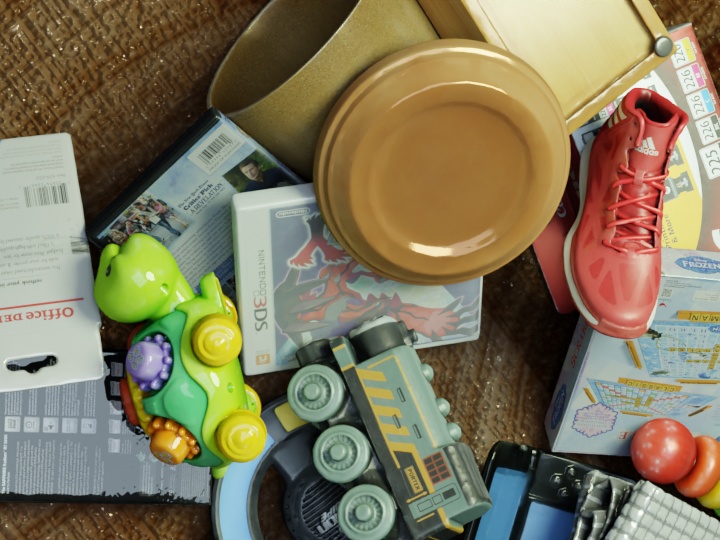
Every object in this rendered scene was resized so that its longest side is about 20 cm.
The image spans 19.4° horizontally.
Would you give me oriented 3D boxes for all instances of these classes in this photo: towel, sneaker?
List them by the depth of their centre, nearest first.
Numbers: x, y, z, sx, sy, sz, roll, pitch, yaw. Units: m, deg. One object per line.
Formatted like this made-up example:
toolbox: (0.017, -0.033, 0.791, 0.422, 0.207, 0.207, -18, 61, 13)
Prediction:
sneaker: (0.203, -0.055, 1.608, 0.078, 0.116, 0.200, 5, 55, -8)
towel: (0.236, 0.268, 1.745, 0.200, 0.086, 0.166, 29, 87, -36)

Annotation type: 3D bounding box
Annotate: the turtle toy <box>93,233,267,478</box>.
turtle toy: (-0.138, 0.066, 1.606, 0.101, 0.146, 0.200, -15, 99, -3)

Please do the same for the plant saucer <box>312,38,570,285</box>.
plant saucer: (0.065, -0.075, 1.587, 0.200, 0.037, 0.200, -5, 117, -10)

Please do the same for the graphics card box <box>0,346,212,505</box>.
graphics card box: (-0.217, 0.123, 1.686, 0.200, 0.051, 0.126, 1, 91, -11)

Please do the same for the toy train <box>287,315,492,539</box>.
toy train: (0.022, 0.134, 1.658, 0.114, 0.085, 0.200, -26, 72, 7)

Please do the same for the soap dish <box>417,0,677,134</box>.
soap dish: (0.144, -0.203, 1.636, 0.157, 0.081, 0.200, -37, 109, -8)

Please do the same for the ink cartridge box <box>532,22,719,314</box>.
ink cartridge box: (0.220, -0.080, 1.753, 0.175, 0.084, 0.200, -23, 96, -9)

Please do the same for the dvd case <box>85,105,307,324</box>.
dvd case: (-0.099, -0.025, 1.658, 0.143, 0.018, 0.200, -42, 128, 12)

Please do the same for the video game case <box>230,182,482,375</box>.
video game case: (0.000, 0.000, 1.668, 0.200, 0.023, 0.182, -9, 133, -9)

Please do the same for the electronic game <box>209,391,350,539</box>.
electronic game: (-0.026, 0.193, 1.728, 0.200, 0.042, 0.200, 0, 90, -15)

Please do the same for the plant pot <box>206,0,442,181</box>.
plant pot: (0.013, -0.128, 1.673, 0.200, 0.186, 0.186, 43, 83, -22)

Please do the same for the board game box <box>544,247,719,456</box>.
board game box: (0.272, 0.072, 1.735, 0.200, 0.041, 0.200, 6, 128, -12)

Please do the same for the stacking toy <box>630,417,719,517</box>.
stacking toy: (0.312, 0.176, 1.758, 0.200, 0.085, 0.085, 25, 87, -18)

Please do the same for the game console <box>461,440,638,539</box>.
game console: (0.147, 0.252, 1.732, 0.176, 0.116, 0.200, 18, 89, -12)

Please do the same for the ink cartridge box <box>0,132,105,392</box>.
ink cartridge box: (-0.269, 0.002, 1.633, 0.116, 0.067, 0.200, -7, 75, -14)
